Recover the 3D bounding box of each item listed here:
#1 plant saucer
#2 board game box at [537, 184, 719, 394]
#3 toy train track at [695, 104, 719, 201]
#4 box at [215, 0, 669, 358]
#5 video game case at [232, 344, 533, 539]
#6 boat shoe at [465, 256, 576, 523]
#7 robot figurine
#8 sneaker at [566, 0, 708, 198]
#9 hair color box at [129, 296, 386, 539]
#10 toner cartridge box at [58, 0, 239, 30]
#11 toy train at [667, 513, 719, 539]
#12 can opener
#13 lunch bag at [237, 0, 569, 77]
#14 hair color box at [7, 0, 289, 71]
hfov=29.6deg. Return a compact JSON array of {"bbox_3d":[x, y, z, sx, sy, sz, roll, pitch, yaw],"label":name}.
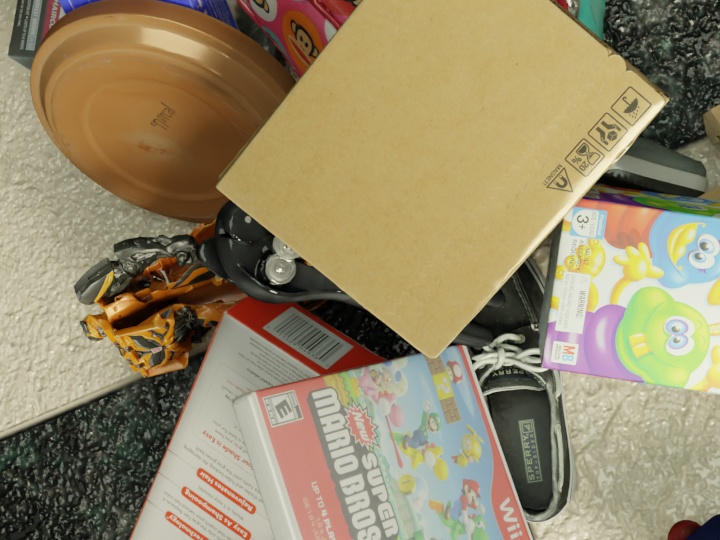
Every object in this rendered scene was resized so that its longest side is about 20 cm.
[{"bbox_3d":[-0.128,-0.096,0.916,0.200,0.200,0.032,6,53,14],"label":"plant saucer"},{"bbox_3d":[0.213,0.014,0.812,0.199,0.103,0.105,8,99,5],"label":"board game box"},{"bbox_3d":[0.280,-0.018,0.891,0.115,0.033,0.200,-26,83,-23],"label":"toy train track"},{"bbox_3d":[0.042,-0.071,0.751,0.163,0.021,0.200,39,109,-6],"label":"box"},{"bbox_3d":[0.021,0.125,0.798,0.017,0.200,0.143,-26,79,39],"label":"video game case"},{"bbox_3d":[0.098,0.068,0.902,0.073,0.068,0.200,-7,80,11],"label":"boat shoe"},{"bbox_3d":[-0.092,0.009,0.918,0.200,0.145,0.058,-24,62,-2],"label":"robot figurine"},{"bbox_3d":[0.153,-0.128,0.916,0.200,0.084,0.121,22,93,13],"label":"sneaker"},{"bbox_3d":[-0.069,0.121,0.892,0.101,0.061,0.200,32,118,13],"label":"hair color box"},{"bbox_3d":[-0.129,-0.146,0.917,0.095,0.200,0.043,3,53,20],"label":"toner cartridge box"},{"bbox_3d":[0.203,0.222,0.802,0.085,0.200,0.116,-29,85,45],"label":"toy train"},{"bbox_3d":[0.000,0.000,0.842,0.200,0.079,0.064,13,96,-16],"label":"can opener"},{"bbox_3d":[0.027,-0.181,0.847,0.176,0.082,0.200,-31,74,-26],"label":"lunch bag"},{"bbox_3d":[-0.149,-0.190,1.001,0.200,0.061,0.099,6,83,13],"label":"hair color box"}]
